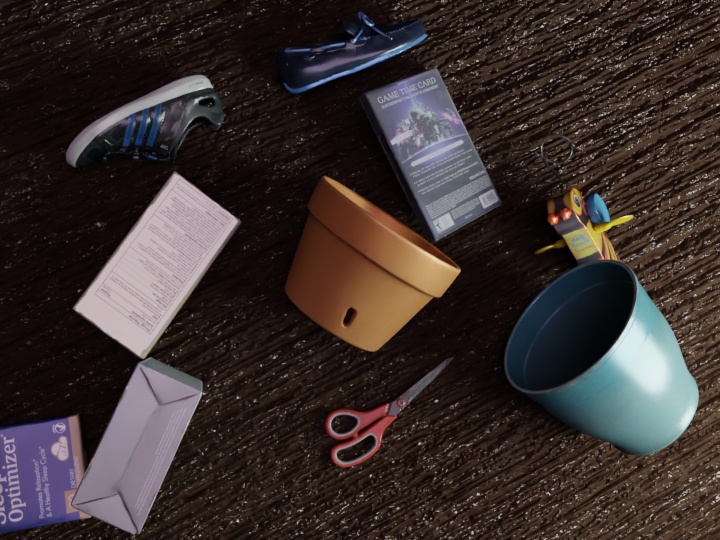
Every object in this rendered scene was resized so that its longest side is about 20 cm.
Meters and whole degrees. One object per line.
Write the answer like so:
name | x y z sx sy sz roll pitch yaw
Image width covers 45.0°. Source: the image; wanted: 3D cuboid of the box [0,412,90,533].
box | -0.421 0.243 1.013 0.197 0.032 0.123 -8 88 -10

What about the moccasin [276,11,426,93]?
moccasin | -0.011 -0.287 1.099 0.198 0.080 0.069 -24 102 -12

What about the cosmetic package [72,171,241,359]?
cosmetic package | -0.241 -0.005 1.042 0.105 0.071 0.201 37 80 -7

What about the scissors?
scissors | 0.045 0.183 1.116 0.198 0.014 0.074 -24 88 -12

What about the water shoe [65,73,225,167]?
water shoe | -0.257 -0.164 1.051 0.198 0.071 0.080 -32 94 -11

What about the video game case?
video game case | 0.093 -0.151 1.112 0.142 0.019 0.202 -27 91 -39

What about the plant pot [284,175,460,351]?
plant pot | 0.000 0.000 1.038 0.199 0.200 0.141 34 97 -7

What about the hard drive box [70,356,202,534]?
hard drive box | -0.240 0.185 0.965 0.076 0.200 0.158 25 81 -7

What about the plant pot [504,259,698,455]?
plant pot | 0.316 0.123 1.088 0.188 0.200 0.201 41 80 -20

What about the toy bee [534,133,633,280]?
toy bee | 0.271 -0.060 1.126 0.200 0.109 0.131 44 124 3
